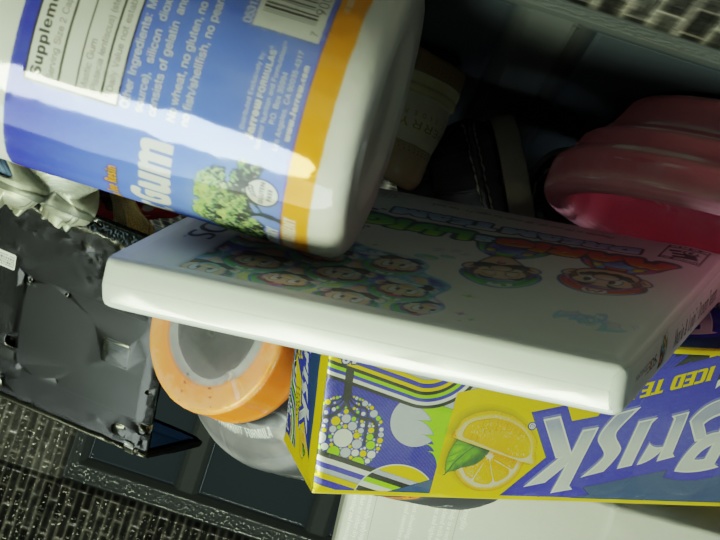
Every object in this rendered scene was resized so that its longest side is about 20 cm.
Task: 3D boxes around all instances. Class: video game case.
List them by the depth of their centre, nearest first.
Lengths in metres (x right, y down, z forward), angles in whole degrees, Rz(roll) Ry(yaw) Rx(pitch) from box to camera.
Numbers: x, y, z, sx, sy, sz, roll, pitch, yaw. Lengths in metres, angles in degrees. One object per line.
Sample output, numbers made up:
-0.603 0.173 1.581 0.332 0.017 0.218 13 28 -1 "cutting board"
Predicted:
0.027 0.003 0.998 0.199 0.024 0.182 12 -164 17 "video game case"

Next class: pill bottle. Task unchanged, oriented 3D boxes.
-0.085 -0.084 0.970 0.199 0.113 0.112 17 174 7 "pill bottle"
-0.005 0.042 1.133 0.106 0.107 0.200 14 177 37 "pill bottle"

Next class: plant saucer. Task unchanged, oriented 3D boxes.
0.176 -0.023 1.054 0.200 0.051 0.201 19 174 2 "plant saucer"

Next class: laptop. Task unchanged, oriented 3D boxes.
-0.161 0.011 1.277 0.176 0.201 0.103 21 -141 10 "laptop"

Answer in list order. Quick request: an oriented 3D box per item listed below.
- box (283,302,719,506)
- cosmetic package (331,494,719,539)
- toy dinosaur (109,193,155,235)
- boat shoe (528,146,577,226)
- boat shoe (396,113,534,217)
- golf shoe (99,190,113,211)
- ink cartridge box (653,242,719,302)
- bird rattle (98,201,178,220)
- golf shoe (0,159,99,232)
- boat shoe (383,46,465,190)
0.074 0.050 1.031 0.199 0.070 0.064 3 -162 -14 "box"
0.088 0.131 1.296 0.199 0.107 0.090 16 -153 0 "cosmetic package"
-0.061 0.028 1.263 0.200 0.058 0.101 34 173 -24 "toy dinosaur"
0.167 0.003 1.184 0.199 0.076 0.060 18 -173 -8 "boat shoe"
0.038 -0.030 1.215 0.062 0.073 0.200 -12 172 -5 "boat shoe"
-0.079 -0.079 1.272 0.199 0.092 0.073 3 148 -25 "golf shoe"
0.132 0.049 1.152 0.099 0.039 0.200 -7 152 31 "ink cartridge box"
-0.182 -0.080 1.336 0.199 0.113 0.163 18 -147 -4 "bird rattle"
-0.159 -0.109 1.177 0.078 0.097 0.200 13 -153 -50 "golf shoe"
-0.038 -0.074 1.155 0.199 0.065 0.072 12 172 46 "boat shoe"
